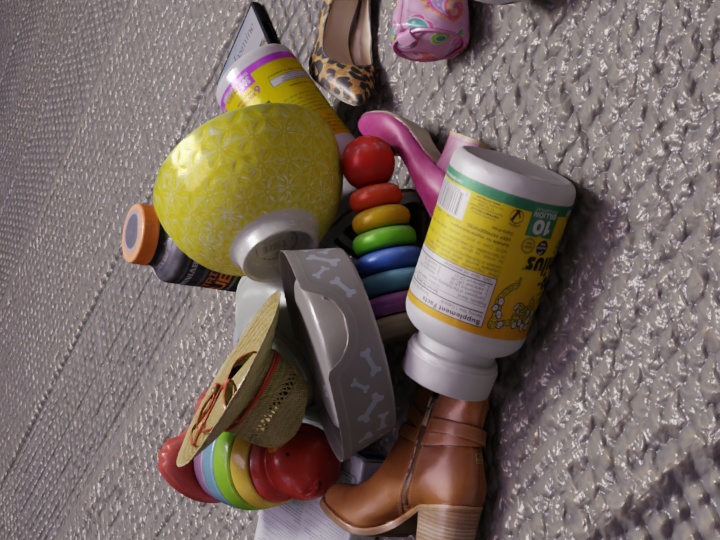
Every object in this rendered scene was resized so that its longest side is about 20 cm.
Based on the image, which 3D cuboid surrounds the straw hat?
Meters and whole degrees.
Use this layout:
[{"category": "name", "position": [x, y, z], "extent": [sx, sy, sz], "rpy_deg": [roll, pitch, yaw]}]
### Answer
[{"category": "straw hat", "position": [-0.096, 0.126, 1.160], "extent": [0.202, 0.085, 0.201], "rpy_deg": [-56, 10, 15]}]

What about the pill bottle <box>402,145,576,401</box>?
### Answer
[{"category": "pill bottle", "position": [0.104, 0.004, 1.020], "extent": [0.113, 0.112, 0.202], "rpy_deg": [39, 116, 56]}]

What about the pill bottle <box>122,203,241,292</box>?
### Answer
[{"category": "pill bottle", "position": [-0.187, -0.032, 1.441], "extent": [0.106, 0.198, 0.108], "rpy_deg": [-22, 64, 56]}]

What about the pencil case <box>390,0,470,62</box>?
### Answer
[{"category": "pencil case", "position": [0.069, -0.315, 1.189], "extent": [0.087, 0.086, 0.203], "rpy_deg": [-17, 69, 57]}]

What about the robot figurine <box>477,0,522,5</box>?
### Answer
[{"category": "robot figurine", "position": [0.132, -0.339, 1.044], "extent": [0.150, 0.123, 0.202], "rpy_deg": [-121, 47, -64]}]

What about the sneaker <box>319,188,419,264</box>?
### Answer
[{"category": "sneaker", "position": [0.000, 0.000, 1.246], "extent": [0.199, 0.070, 0.110], "rpy_deg": [-32, 72, 34]}]

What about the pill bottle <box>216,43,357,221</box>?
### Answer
[{"category": "pill bottle", "position": [-0.069, -0.147, 1.313], "extent": [0.201, 0.104, 0.104], "rpy_deg": [54, 133, 15]}]

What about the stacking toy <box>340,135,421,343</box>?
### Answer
[{"category": "stacking toy", "position": [0.024, -0.033, 1.154], "extent": [0.085, 0.084, 0.203], "rpy_deg": [-22, 76, 56]}]

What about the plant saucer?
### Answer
[{"category": "plant saucer", "position": [-0.076, 0.092, 1.260], "extent": [0.199, 0.050, 0.202], "rpy_deg": [31, 140, 30]}]

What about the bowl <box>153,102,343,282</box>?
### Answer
[{"category": "bowl", "position": [-0.096, -0.055, 1.159], "extent": [0.201, 0.198, 0.108], "rpy_deg": [-55, 48, 38]}]

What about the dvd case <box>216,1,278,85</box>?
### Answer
[{"category": "dvd case", "position": [-0.144, -0.253, 1.602], "extent": [0.143, 0.017, 0.201], "rpy_deg": [-61, 36, 33]}]

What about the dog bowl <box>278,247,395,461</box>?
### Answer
[{"category": "dog bowl", "position": [-0.021, 0.072, 1.096], "extent": [0.200, 0.058, 0.203], "rpy_deg": [164, 90, -81]}]

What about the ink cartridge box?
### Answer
[{"category": "ink cartridge box", "position": [-0.050, 0.276, 1.283], "extent": [0.196, 0.043, 0.203], "rpy_deg": [17, 98, 58]}]

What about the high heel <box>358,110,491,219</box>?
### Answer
[{"category": "high heel", "position": [0.049, -0.100, 1.187], "extent": [0.199, 0.067, 0.097], "rpy_deg": [25, 94, 46]}]

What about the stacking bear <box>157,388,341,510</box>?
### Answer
[{"category": "stacking bear", "position": [-0.101, 0.199, 1.251], "extent": [0.199, 0.114, 0.122], "rpy_deg": [-6, 39, 47]}]

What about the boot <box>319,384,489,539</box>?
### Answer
[{"category": "boot", "position": [0.046, 0.178, 1.116], "extent": [0.198, 0.073, 0.157], "rpy_deg": [6, 86, 45]}]

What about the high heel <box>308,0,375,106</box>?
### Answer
[{"category": "high heel", "position": [-0.009, -0.280, 1.321], "extent": [0.201, 0.070, 0.144], "rpy_deg": [-110, 33, -53]}]

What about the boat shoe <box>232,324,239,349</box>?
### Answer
[{"category": "boat shoe", "position": [-0.090, 0.064, 1.379], "extent": [0.200, 0.071, 0.063], "rpy_deg": [-46, 46, 42]}]
